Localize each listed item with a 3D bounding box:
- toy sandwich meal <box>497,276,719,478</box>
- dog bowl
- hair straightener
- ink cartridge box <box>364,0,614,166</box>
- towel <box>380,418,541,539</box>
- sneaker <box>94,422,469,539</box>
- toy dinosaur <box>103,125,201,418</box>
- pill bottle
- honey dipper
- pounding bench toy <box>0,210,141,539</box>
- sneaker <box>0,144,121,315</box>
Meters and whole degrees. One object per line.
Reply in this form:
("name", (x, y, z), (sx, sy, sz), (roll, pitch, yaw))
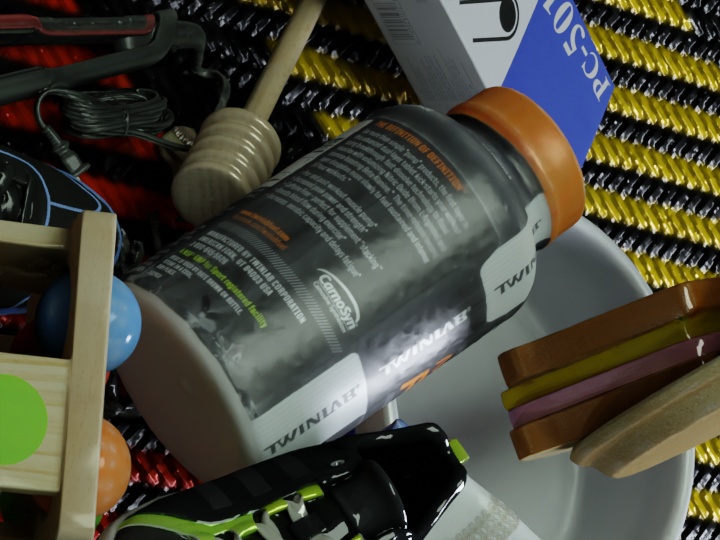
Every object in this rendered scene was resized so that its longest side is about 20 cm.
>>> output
("toy sandwich meal", (0.158, 0.025, 1.283), (0.205, 0.205, 0.070), (-19, 77, -44))
("dog bowl", (0.059, 0.069, 1.365), (0.200, 0.079, 0.200), (14, 69, -40))
("hair straightener", (-0.130, -0.072, 1.268), (0.200, 0.041, 0.077), (-6, 83, -47))
("ink cartridge box", (0.056, -0.121, 1.394), (0.200, 0.044, 0.094), (60, 43, -42))
("towel", (0.033, 0.171, 1.285), (0.200, 0.147, 0.024), (43, 12, -23))
("sneaker", (-0.027, 0.095, 1.114), (0.072, 0.083, 0.200), (56, 33, 6))
("toy dinosaur", (-0.080, 0.028, 1.275), (0.088, 0.047, 0.200), (9, 75, -47))
("pill bottle", (0.000, 0.000, 1.230), (0.200, 0.106, 0.106), (-34, 102, -24))
("honey dipper", (-0.039, -0.090, 1.325), (0.038, 0.038, 0.200), (48, 36, -21))
("pounding bench toy", (-0.167, 0.083, 1.087), (0.156, 0.124, 0.200), (7, 71, -14))
("sneaker", (-0.174, -0.028, 1.167), (0.200, 0.078, 0.070), (10, 73, -32))
